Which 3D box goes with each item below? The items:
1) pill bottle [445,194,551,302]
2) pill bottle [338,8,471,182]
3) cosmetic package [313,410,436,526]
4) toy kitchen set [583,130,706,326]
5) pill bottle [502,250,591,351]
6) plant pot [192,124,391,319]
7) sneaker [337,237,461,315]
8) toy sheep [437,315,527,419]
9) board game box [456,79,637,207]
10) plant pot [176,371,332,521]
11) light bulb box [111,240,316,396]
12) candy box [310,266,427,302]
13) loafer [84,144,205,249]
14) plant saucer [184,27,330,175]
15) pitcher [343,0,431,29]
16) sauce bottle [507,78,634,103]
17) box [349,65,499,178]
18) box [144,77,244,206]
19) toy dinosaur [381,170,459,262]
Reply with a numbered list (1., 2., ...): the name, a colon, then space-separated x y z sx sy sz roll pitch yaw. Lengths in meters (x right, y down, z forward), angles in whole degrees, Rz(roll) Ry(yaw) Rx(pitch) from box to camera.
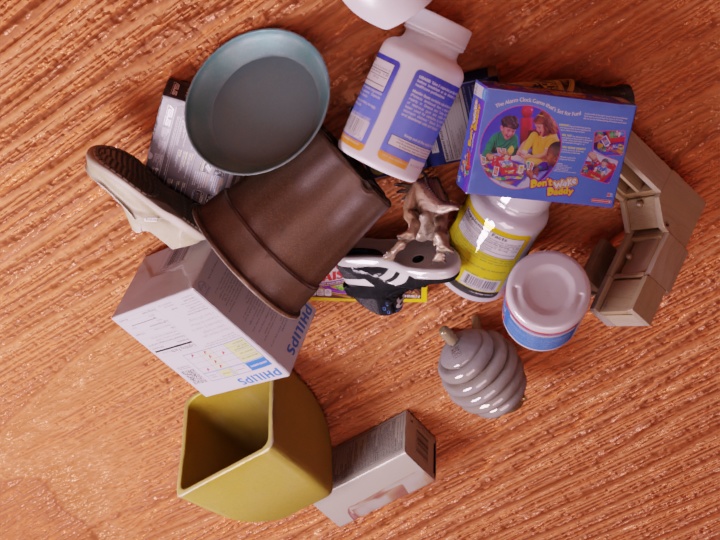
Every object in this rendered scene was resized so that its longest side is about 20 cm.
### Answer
1. pill bottle: 0.187 -0.061 1.578 0.114 0.114 0.200 16 133 -10
2. pill bottle: 0.061 -0.221 1.442 0.112 0.112 0.200 23 100 -15
3. cosmetic package: 0.021 0.328 1.910 0.200 0.103 0.087 -30 120 25
4. toy kitchen set: 0.320 -0.053 1.564 0.180 0.200 0.163 38 159 -24
5. pill bottle: 0.250 0.050 1.586 0.112 0.112 0.200 -1 165 4
6. plant pot: -0.080 -0.076 1.512 0.198 0.200 0.200 -43 117 9
7. sneaker: 0.064 0.014 1.626 0.200 0.073 0.112 8 133 34
8. toy sheep: 0.179 0.147 1.740 0.138 0.138 0.200 -35 118 26
9. board game box: 0.231 -0.156 1.440 0.200 0.045 0.135 5 110 -15
10. plant pot: -0.148 0.288 1.838 0.194 0.196 0.200 -30 127 24
11. light bulb box: -0.209 0.063 1.665 0.198 0.125 0.200 -18 128 42
12. candy box: 0.000 0.000 1.702 0.200 0.026 0.102 1 124 2
13. loafer: -0.293 -0.090 1.553 0.200 0.076 0.068 38 115 -24
14. plant saucer: -0.126 -0.208 1.465 0.200 0.200 0.036 -15 159 14
15. pitcher: -0.014 -0.379 1.363 0.171 0.121 0.200 -19 116 42
16. sauce bottle: 0.251 -0.213 1.485 0.200 0.066 0.066 -6 129 -14
17. box: 0.094 -0.195 1.540 0.200 0.032 0.121 -11 127 9
18. box: -0.211 -0.148 1.582 0.158 0.048 0.200 15 128 -9
19. toy dinosaur: 0.086 -0.087 1.523 0.086 0.136 0.200 10 164 -3
